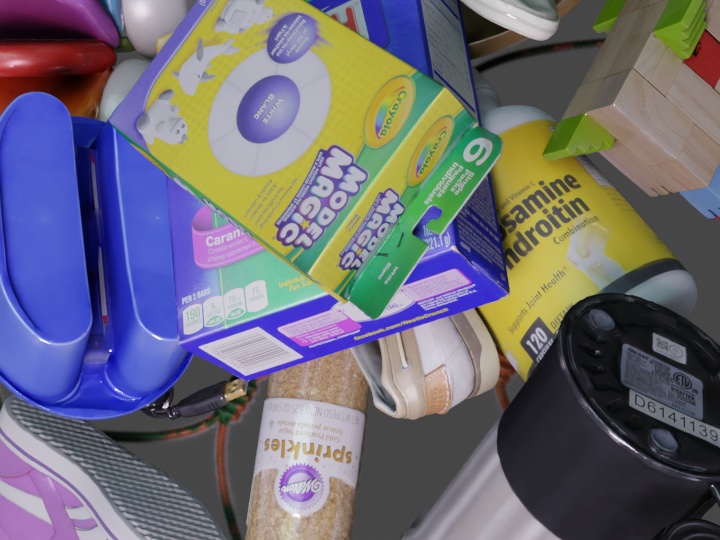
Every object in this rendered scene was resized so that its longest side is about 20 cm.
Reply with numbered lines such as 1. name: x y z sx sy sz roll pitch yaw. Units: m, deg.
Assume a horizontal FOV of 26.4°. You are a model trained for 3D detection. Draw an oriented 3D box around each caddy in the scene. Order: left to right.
1. caddy: -0.163 -0.012 0.923 0.141 0.105 0.201 0 67 -22

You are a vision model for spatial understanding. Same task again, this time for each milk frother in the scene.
1. milk frother: 0.119 0.153 0.772 0.180 0.200 0.188 35 128 6

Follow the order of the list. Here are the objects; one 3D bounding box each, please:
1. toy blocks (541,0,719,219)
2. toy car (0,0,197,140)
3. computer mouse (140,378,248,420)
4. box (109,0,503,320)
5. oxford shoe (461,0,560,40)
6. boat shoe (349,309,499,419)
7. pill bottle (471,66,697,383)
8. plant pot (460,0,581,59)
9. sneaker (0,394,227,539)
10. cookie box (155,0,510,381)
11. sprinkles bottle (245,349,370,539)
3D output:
1. toy blocks: 0.209 -0.109 0.885 0.201 0.137 0.100 -60 21 -19
2. toy car: -0.209 -0.154 1.033 0.174 0.150 0.201 2 75 21
3. computer mouse: -0.087 0.012 0.997 0.199 0.046 0.141 -23 68 13
4. box: -0.030 -0.070 0.791 0.200 0.048 0.118 36 89 33
5. oxford shoe: 0.080 -0.200 0.890 0.058 0.075 0.200 -55 25 31
6. boat shoe: 0.000 0.000 0.902 0.068 0.075 0.200 -23 57 -23
7. pill bottle: 0.096 -0.025 0.905 0.112 0.112 0.200 -40 66 5
8. plant pot: 0.072 -0.191 0.968 0.199 0.028 0.201 -15 40 13
9. sneaker: -0.166 0.175 0.964 0.200 0.073 0.115 33 109 32
10. cookie box: -0.021 -0.062 0.856 0.170 0.075 0.201 -19 61 21
11. sprinkles bottle: -0.034 0.132 0.931 0.068 0.068 0.201 2 75 21
